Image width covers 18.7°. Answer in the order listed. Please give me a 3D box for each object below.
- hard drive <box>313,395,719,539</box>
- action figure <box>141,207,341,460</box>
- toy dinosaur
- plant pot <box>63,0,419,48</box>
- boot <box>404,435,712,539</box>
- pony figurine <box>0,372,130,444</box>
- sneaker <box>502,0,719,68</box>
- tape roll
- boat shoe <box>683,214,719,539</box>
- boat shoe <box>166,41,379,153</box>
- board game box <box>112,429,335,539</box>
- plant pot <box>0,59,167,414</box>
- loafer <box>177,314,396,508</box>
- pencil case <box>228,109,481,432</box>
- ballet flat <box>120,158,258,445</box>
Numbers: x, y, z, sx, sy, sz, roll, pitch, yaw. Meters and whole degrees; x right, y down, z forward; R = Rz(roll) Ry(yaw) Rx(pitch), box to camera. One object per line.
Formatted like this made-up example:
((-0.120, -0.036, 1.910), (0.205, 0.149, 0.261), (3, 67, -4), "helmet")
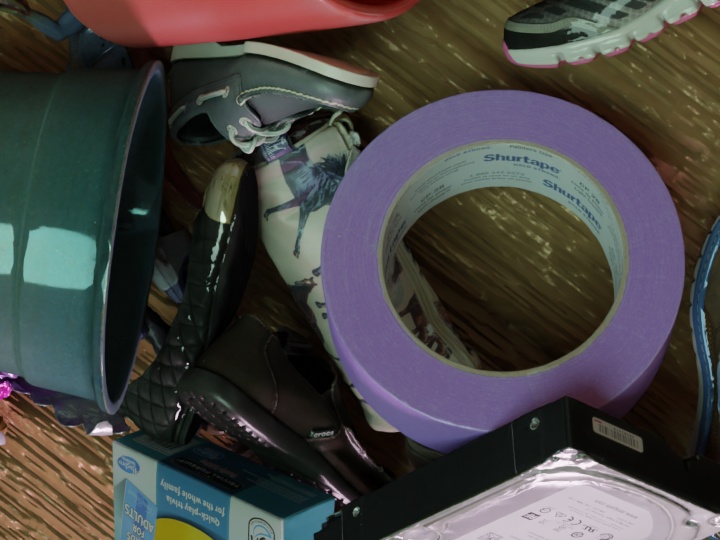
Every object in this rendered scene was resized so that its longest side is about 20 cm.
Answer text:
((0.089, 0.140, 1.213), (0.140, 0.038, 0.200), (25, 140, -36), "hard drive")
((-0.098, 0.055, 1.383), (0.130, 0.069, 0.200), (-40, 96, 22), "action figure")
((-0.157, -0.153, 1.338), (0.200, 0.105, 0.182), (16, 111, -23), "toy dinosaur")
((-0.074, -0.212, 1.204), (0.177, 0.200, 0.201), (-14, 105, 38), "plant pot")
((0.127, 0.126, 1.283), (0.200, 0.070, 0.146), (-9, 139, 22), "boot")
((-0.248, 0.054, 1.388), (0.166, 0.193, 0.200), (-16, 110, -14), "pony figurine")
((0.158, -0.177, 1.184), (0.200, 0.074, 0.088), (-24, 101, 23), "sneaker")
((0.078, 0.003, 1.223), (0.200, 0.066, 0.201), (-1, 70, 3), "tape roll")
((0.229, 0.058, 1.225), (0.072, 0.072, 0.201), (-1, 98, -20), "boat shoe")
((-0.054, -0.095, 1.252), (0.200, 0.073, 0.062), (12, 88, 58), "boat shoe")
((-0.086, 0.211, 1.345), (0.151, 0.047, 0.200), (19, 116, 40), "board game box")
((-0.220, -0.032, 1.233), (0.196, 0.200, 0.201), (8, 114, 2), "plant pot")
((-0.028, 0.089, 1.312), (0.073, 0.200, 0.071), (20, 75, 36), "loafer")
((0.000, 0.000, 1.314), (0.089, 0.078, 0.200), (-22, 102, 42), "pencil case")
((-0.102, 0.020, 1.292), (0.057, 0.066, 0.200), (24, 120, 9), "ballet flat")
